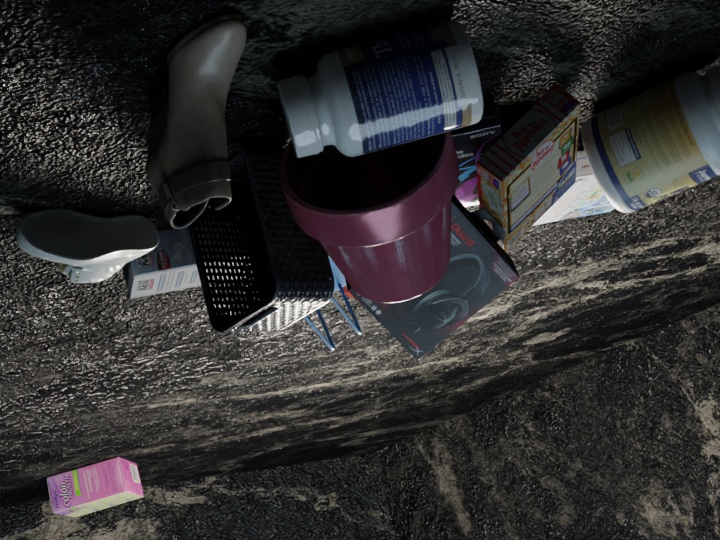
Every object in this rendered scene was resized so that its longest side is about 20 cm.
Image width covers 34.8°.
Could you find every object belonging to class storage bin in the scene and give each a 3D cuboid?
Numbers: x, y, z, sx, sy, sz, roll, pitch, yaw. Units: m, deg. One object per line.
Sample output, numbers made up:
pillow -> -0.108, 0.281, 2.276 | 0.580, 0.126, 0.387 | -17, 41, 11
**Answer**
storage bin -> -0.124, -0.037, 1.375 | 0.093, 0.201, 0.135 | 0, 157, -45

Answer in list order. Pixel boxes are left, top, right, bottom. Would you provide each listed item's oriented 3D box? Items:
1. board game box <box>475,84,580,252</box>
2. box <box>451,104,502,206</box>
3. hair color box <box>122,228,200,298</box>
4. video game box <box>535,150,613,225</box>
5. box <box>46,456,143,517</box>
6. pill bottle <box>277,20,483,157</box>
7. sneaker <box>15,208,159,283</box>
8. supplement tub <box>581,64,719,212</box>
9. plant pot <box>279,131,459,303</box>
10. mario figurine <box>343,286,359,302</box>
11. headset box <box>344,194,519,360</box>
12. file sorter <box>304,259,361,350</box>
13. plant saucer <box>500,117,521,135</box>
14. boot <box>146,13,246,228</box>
board game box -> 0.221, -0.128, 1.505 | 0.151, 0.046, 0.200 | -44, 156, -14
box -> 0.118, -0.138, 1.500 | 0.142, 0.036, 0.200 | -12, 154, 6
hair color box -> -0.225, -0.020, 1.590 | 0.199, 0.061, 0.099 | -11, 163, -19
video game box -> 0.356, -0.135, 1.796 | 0.181, 0.047, 0.200 | -8, 162, -20
box -> -0.698, 0.573, 3.032 | 0.199, 0.097, 0.176 | -17, 164, 0
pill bottle -> 0.019, -0.183, 1.197 | 0.199, 0.112, 0.111 | -15, 164, -3
sneaker -> -0.361, -0.021, 1.436 | 0.115, 0.074, 0.199 | -32, 159, 35
supplement tub -> 0.414, -0.177, 1.537 | 0.199, 0.145, 0.144 | -24, 162, 26
plant pot -> 0.025, -0.069, 1.309 | 0.199, 0.201, 0.180 | -17, 132, 3
mario figurine -> 0.021, -0.002, 1.795 | 0.123, 0.107, 0.200 | 15, 152, -4
headset box -> 0.100, -0.004, 1.514 | 0.200, 0.077, 0.149 | -39, 113, 12
file sorter -> 0.000, 0.000, 1.627 | 0.199, 0.123, 0.139 | -30, 140, 5
plant saucer -> 0.188, -0.154, 1.600 | 0.199, 0.032, 0.200 | -14, 163, -4
boot -> -0.152, -0.136, 1.122 | 0.070, 0.147, 0.200 | -3, 159, -33
